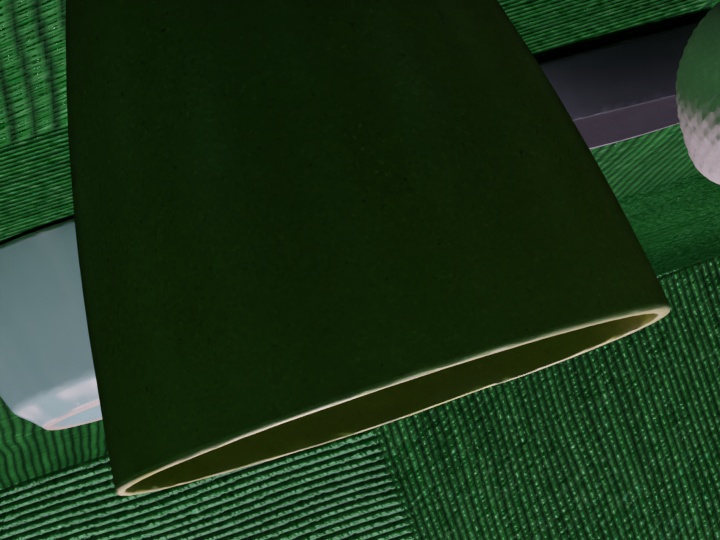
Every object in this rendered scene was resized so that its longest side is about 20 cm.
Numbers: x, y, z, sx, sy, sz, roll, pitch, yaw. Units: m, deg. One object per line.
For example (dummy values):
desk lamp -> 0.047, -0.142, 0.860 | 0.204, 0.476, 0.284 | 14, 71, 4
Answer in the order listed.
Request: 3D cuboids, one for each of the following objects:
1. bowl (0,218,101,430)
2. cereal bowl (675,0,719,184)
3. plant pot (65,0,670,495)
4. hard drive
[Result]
bowl -> -0.157, 0.032, 1.507 | 0.200, 0.105, 0.201 | -18, 174, -2
cereal bowl -> 0.258, -0.126, 1.296 | 0.200, 0.083, 0.200 | -20, -156, 9
plant pot -> -0.019, -0.051, 0.794 | 0.187, 0.201, 0.187 | -18, 173, -2
hard drive -> 0.171, -0.113, 1.489 | 0.200, 0.042, 0.135 | -16, 173, -25
